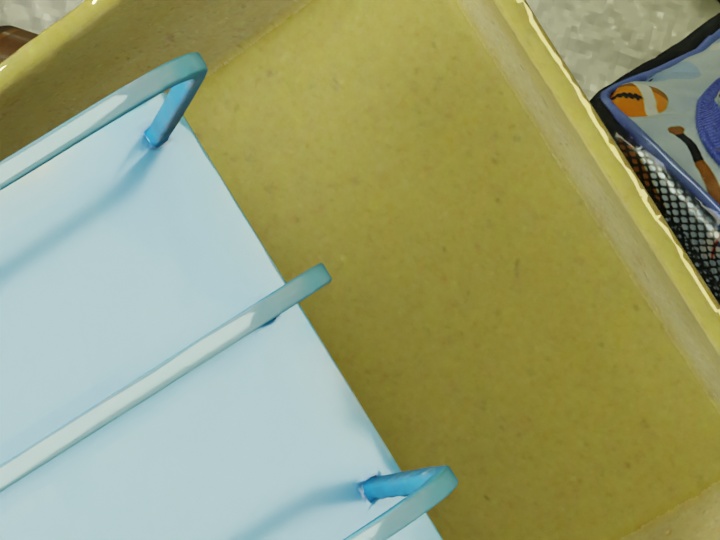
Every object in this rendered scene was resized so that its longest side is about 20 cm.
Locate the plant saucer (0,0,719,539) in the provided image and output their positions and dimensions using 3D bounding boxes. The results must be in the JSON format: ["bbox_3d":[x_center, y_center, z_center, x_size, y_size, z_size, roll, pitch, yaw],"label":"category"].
[{"bbox_3d":[-0.007,0.021,0.694,0.199,0.048,0.201,-33,89,27],"label":"plant saucer"}]

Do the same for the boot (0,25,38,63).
[{"bbox_3d":[-0.155,0.016,0.823,0.096,0.075,0.201,22,83,21],"label":"boot"}]

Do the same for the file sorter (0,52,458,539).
[{"bbox_3d":[-0.041,0.077,0.597,0.138,0.123,0.201,-32,90,-10],"label":"file sorter"}]

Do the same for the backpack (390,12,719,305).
[{"bbox_3d":[0.139,0.016,0.755,0.191,0.154,0.200,51,38,4],"label":"backpack"}]

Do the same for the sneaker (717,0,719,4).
[{"bbox_3d":[0.100,-0.144,0.865,0.200,0.077,0.089,37,67,-3],"label":"sneaker"}]
